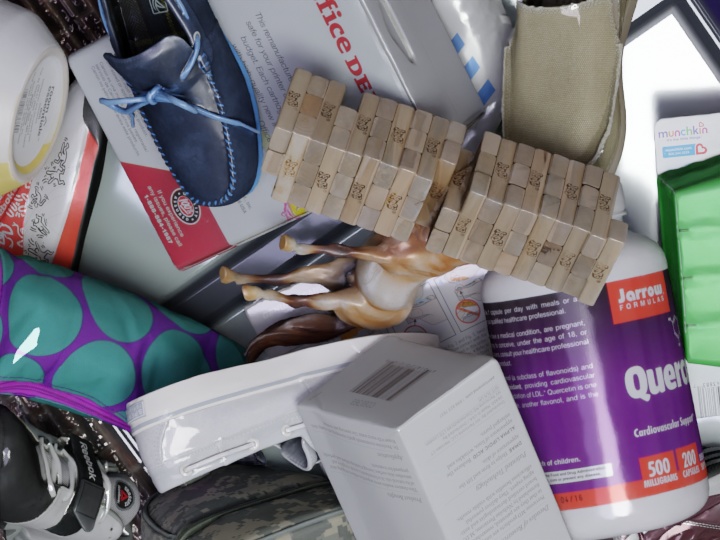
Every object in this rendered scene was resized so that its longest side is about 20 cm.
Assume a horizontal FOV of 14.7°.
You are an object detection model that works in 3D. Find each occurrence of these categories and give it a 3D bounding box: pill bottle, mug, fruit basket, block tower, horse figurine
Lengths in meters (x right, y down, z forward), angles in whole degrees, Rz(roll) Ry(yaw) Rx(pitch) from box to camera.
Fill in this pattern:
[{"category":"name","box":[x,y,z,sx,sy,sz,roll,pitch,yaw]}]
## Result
[{"category":"pill bottle","box":[0.135,0.053,1.640,0.112,0.112,0.201,-11,92,7]},{"category":"mug","box":[-0.256,-0.098,1.650,0.152,0.150,0.187,15,140,13]},{"category":"fruit basket","box":[0.278,-0.013,1.674,0.199,0.094,0.186,-9,103,-9]},{"category":"block tower","box":[0.047,-0.046,1.537,0.199,0.058,0.054,20,135,-2]},{"category":"horse figurine","box":[0.000,0.000,1.634,0.132,0.200,0.050,9,61,-24]}]

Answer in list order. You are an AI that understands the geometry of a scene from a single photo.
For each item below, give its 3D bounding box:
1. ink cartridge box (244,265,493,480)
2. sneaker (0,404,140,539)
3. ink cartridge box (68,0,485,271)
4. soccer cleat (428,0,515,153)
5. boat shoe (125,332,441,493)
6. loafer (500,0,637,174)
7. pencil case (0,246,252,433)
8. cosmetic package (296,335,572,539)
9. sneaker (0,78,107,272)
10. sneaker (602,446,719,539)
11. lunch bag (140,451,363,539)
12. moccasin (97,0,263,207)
[{"category":"ink cartridge box","box":[0.043,0.075,1.727,0.160,0.050,0.201,-26,93,10]},{"category":"sneaker","box":[-0.181,0.129,1.697,0.088,0.200,0.074,-7,66,1]},{"category":"ink cartridge box","box":[-0.048,-0.107,1.632,0.199,0.083,0.146,-23,98,31]},{"category":"soccer cleat","box":[0.065,-0.141,1.662,0.086,0.070,0.201,0,109,0]},{"category":"boat shoe","box":[-0.038,0.084,1.642,0.199,0.072,0.069,-12,83,-30]},{"category":"loafer","box":[0.116,-0.126,1.609,0.075,0.068,0.201,-1,63,22]},{"category":"pencil case","box":[-0.156,0.056,1.669,0.199,0.093,0.085,23,148,-33]},{"category":"cosmetic package","box":[0.056,0.147,1.607,0.081,0.113,0.201,-35,114,-26]},{"category":"sneaker","box":[-0.220,-0.035,1.707,0.107,0.067,0.202,14,107,-1]},{"category":"sneaker","box":[0.170,0.204,1.729,0.199,0.076,0.116,-29,102,10]},{"category":"lunch bag","box":[-0.056,0.221,1.708,0.139,0.167,0.201,-20,106,-30]},{"category":"moccasin","box":[-0.119,-0.125,1.571,0.080,0.068,0.201,-18,100,31]}]
